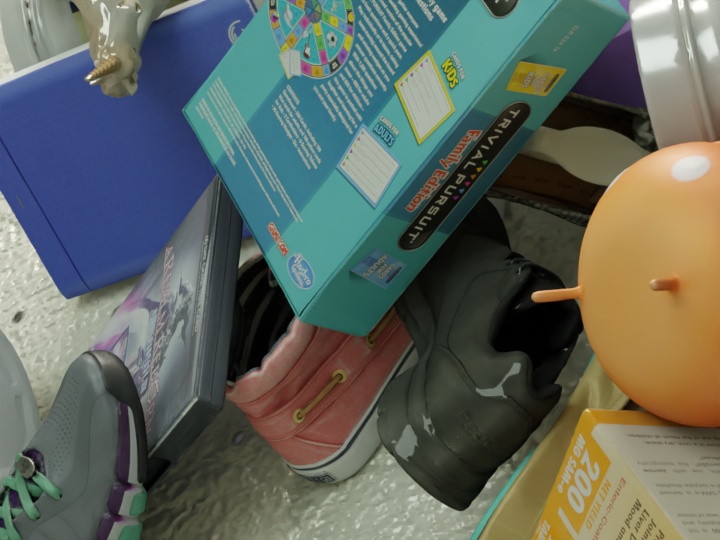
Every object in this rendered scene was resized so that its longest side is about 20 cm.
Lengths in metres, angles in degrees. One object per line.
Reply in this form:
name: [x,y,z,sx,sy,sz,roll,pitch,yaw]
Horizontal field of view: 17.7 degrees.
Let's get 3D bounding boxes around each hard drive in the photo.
hard drive: [-0.113,-0.070,1.281,0.199,0.132,0.025,-18,21,27]

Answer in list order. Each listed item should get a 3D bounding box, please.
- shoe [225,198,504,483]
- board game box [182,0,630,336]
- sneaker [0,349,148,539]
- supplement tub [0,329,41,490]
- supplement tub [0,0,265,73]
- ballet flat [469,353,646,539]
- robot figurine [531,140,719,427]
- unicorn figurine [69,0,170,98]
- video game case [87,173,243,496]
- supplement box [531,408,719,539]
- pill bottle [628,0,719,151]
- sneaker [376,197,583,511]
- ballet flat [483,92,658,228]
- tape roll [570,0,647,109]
shoe: [0.000,0.000,1.155,0.071,0.091,0.201,9,62,43]
board game box: [0.015,-0.094,1.071,0.200,0.047,0.151,-50,49,24]
sneaker: [-0.160,0.135,1.107,0.074,0.087,0.201,33,115,54]
supplement tub: [-0.287,0.102,1.282,0.199,0.123,0.123,-23,44,23]
supplement tub: [-0.091,-0.159,1.326,0.199,0.145,0.145,-19,46,27]
ballet flat: [0.109,0.085,1.016,0.063,0.069,0.200,22,73,32]
robot figurine: [0.173,0.003,0.929,0.144,0.199,0.117,57,139,40]
unicorn figurine: [-0.135,-0.167,1.232,0.200,0.074,0.138,24,88,52]
video game case: [-0.112,0.060,1.180,0.200,0.019,0.143,-51,27,45]
supplement box: [0.134,0.160,0.879,0.200,0.073,0.126,55,132,50]
pill bottle: [0.224,-0.101,1.008,0.199,0.113,0.113,-13,47,13]
sneaker: [0.063,0.023,1.072,0.091,0.076,0.200,-39,27,27]
ballet flat: [0.072,-0.065,1.100,0.199,0.072,0.072,15,63,11]
tape roll: [0.136,-0.170,1.210,0.200,0.066,0.201,-22,45,24]
